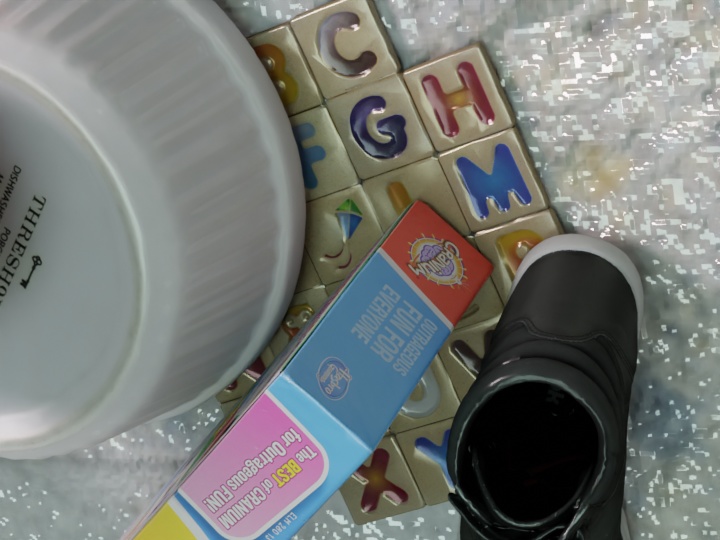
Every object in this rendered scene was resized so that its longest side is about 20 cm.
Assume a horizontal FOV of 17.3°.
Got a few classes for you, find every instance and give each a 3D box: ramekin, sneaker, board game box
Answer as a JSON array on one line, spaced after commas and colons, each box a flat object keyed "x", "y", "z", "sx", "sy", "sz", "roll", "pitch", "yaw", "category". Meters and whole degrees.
[{"x": -0.128, "y": -0.022, "z": 0.888, "sx": 0.202, "sy": 0.094, "sz": 0.203, "roll": 9, "pitch": 113, "yaw": 22, "category": "ramekin"}, {"x": 0.061, "y": 0.095, "z": 0.863, "sx": 0.070, "sy": 0.099, "sz": 0.201, "roll": 11, "pitch": 117, "yaw": 14, "category": "sneaker"}, {"x": -0.044, "y": 0.080, "z": 0.866, "sx": 0.040, "sy": 0.153, "sz": 0.200, "roll": 41, "pitch": 121, "yaw": -1, "category": "board game box"}]

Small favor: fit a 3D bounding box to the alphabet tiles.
[{"x": 0.000, "y": 0.000, "z": 0.905, "sx": 0.166, "sy": 0.006, "sz": 0.201, "roll": -18, "pitch": 105, "yaw": 27, "category": "alphabet tiles"}]
